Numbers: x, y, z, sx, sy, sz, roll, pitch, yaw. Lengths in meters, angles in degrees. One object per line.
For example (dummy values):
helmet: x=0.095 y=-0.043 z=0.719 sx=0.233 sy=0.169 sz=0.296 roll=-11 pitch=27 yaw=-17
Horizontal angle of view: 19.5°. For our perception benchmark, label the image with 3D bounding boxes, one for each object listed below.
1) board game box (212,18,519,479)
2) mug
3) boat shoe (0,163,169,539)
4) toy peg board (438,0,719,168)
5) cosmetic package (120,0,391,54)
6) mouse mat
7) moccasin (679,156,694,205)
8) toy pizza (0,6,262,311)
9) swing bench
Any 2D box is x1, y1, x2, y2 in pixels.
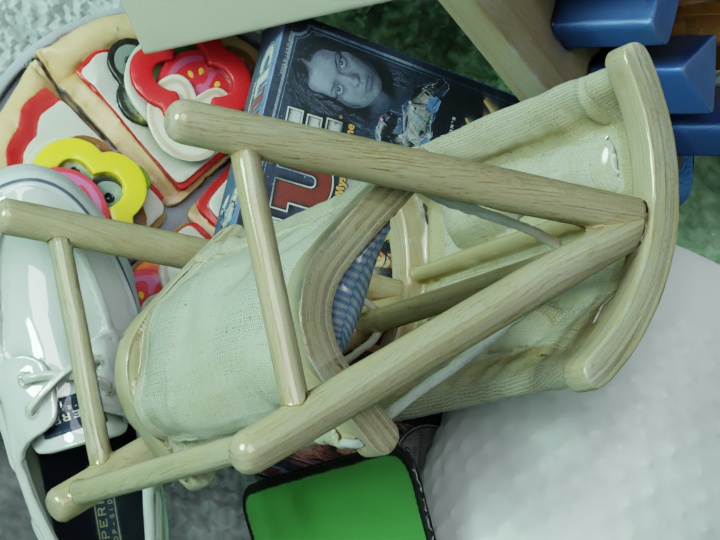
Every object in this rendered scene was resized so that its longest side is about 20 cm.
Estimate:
board game box: x=0.000 y=0.000 z=0.937 sx=0.135 sy=0.035 sz=0.201 roll=18 pitch=71 yaw=-18
mug: x=0.119 y=0.107 z=0.859 sx=0.199 sy=0.148 sz=0.176 roll=27 pitch=70 yaw=9
boat shoe: x=-0.116 y=0.055 z=0.879 sx=0.073 sy=0.065 sz=0.201 roll=-18 pitch=106 yaw=-5
toy peg board: x=0.136 y=-0.150 z=0.859 sx=0.097 sy=0.200 sz=0.200 roll=1 pitch=64 yaw=34
cosmetic package: x=-0.011 y=-0.171 z=0.927 sx=0.198 sy=0.073 sz=0.104 roll=-12 pitch=42 yaw=13
mouse mat: x=0.009 y=0.176 z=0.853 sx=0.007 sy=0.161 sz=0.201 roll=-14 pitch=85 yaw=-29
moccasin: x=0.099 y=-0.115 z=0.998 sx=0.080 sy=0.068 sz=0.201 roll=-17 pitch=81 yaw=6
toy pizza: x=-0.080 y=-0.030 z=0.949 sx=0.199 sy=0.032 sz=0.202 roll=7 pitch=71 yaw=-20
swing bench: x=-0.008 y=0.007 z=0.796 sx=0.199 sy=0.199 sz=0.131 roll=-9 pitch=84 yaw=-28
